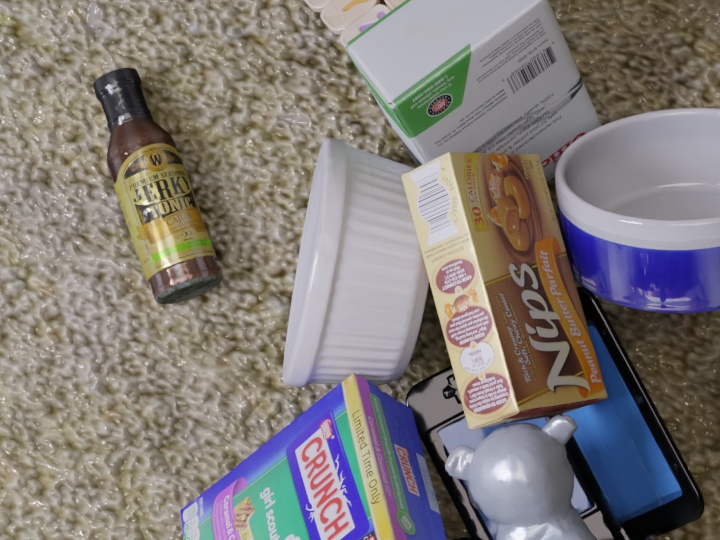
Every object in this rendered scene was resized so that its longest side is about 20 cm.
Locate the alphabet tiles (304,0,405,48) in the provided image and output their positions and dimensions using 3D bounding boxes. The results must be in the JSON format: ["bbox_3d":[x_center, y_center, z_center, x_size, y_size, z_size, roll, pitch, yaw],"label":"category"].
[{"bbox_3d":[0.048,-0.264,1.443,0.195,0.015,0.200,-36,45,0],"label":"alphabet tiles"}]

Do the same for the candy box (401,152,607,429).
[{"bbox_3d":[0.109,0.013,1.310,0.055,0.115,0.201,-23,77,41],"label":"candy box"}]

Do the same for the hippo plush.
[{"bbox_3d":[0.114,0.201,1.287,0.159,0.200,0.161,-26,83,4],"label":"hippo plush"}]

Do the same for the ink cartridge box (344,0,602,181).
[{"bbox_3d":[0.095,-0.140,1.378,0.146,0.200,0.083,-36,54,-1],"label":"ink cartridge box"}]

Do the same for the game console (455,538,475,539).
[{"bbox_3d":[0.024,0.332,1.391,0.175,0.116,0.201,-8,78,-19],"label":"game console"}]

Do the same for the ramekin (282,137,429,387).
[{"bbox_3d":[0.000,0.000,1.380,0.094,0.202,0.203,10,83,-6],"label":"ramekin"}]

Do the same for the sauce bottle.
[{"bbox_3d":[-0.178,-0.073,1.470,0.064,0.065,0.201,-22,81,2],"label":"sauce bottle"}]

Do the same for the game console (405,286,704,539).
[{"bbox_3d":[0.148,0.143,1.379,0.175,0.116,0.201,-27,80,1],"label":"game console"}]

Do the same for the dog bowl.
[{"bbox_3d":[0.254,-0.050,1.352,0.199,0.200,0.079,-5,119,5],"label":"dog bowl"}]

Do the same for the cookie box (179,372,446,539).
[{"bbox_3d":[-0.038,0.206,1.325,0.200,0.075,0.172,-39,39,21],"label":"cookie box"}]
